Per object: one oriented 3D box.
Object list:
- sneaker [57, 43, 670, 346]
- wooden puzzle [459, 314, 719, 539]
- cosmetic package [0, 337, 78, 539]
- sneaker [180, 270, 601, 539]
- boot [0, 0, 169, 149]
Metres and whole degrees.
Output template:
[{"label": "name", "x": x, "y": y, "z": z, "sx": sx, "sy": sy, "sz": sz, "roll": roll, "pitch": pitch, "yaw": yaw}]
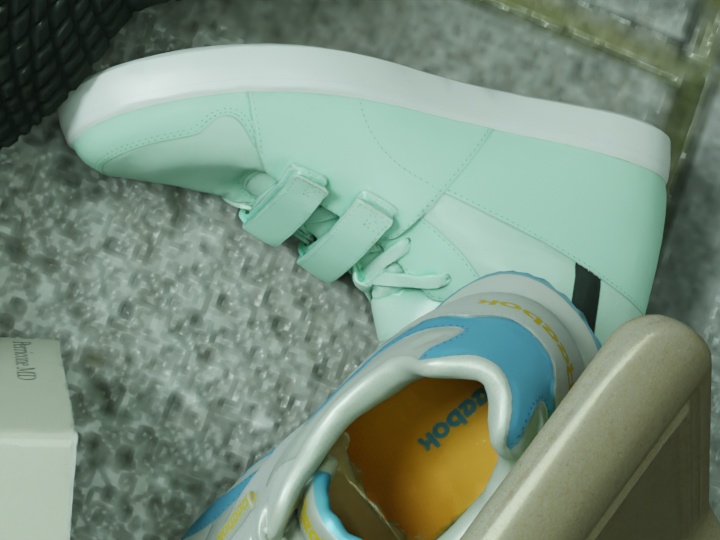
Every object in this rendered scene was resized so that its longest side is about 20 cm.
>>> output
[{"label": "sneaker", "x": 0.000, "y": 0.000, "z": 0.810, "sx": 0.199, "sy": 0.074, "sz": 0.119, "roll": 8, "pitch": 76, "yaw": -12}, {"label": "wooden puzzle", "x": 0.042, "y": 0.116, "z": 0.759, "sx": 0.037, "sy": 0.200, "sz": 0.185, "roll": 32, "pitch": 77, "yaw": 22}, {"label": "cosmetic package", "x": -0.184, "y": 0.068, "z": 0.747, "sx": 0.198, "sy": 0.103, "sz": 0.088, "roll": 3, "pitch": 103, "yaw": -12}, {"label": "sneaker", "x": -0.013, "y": 0.084, "z": 0.767, "sx": 0.076, "sy": 0.081, "sz": 0.200, "roll": 41, "pitch": 110, "yaw": 8}, {"label": "boot", "x": -0.122, "y": -0.112, "z": 0.796, "sx": 0.199, "sy": 0.068, "sz": 0.131, "roll": -34, "pitch": 54, "yaw": -12}]
